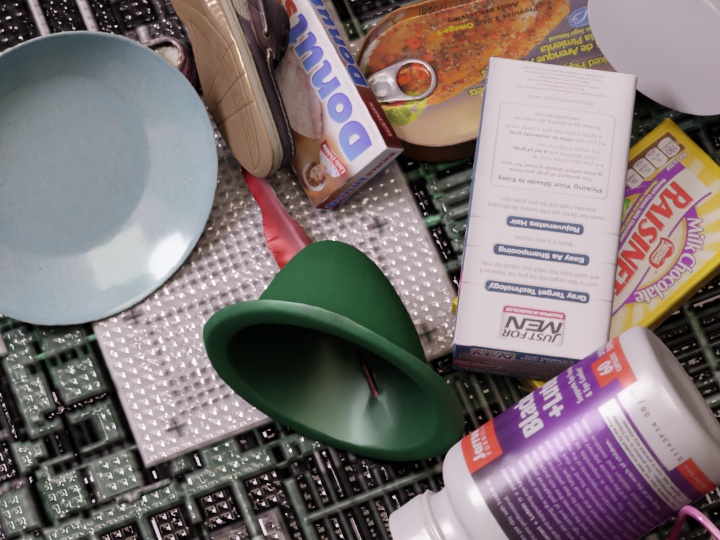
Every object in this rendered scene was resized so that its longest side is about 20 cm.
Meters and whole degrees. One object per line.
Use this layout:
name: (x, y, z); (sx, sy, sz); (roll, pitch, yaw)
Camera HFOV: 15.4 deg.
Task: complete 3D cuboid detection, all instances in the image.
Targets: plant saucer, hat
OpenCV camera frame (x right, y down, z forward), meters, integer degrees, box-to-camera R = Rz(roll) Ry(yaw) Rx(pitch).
plant saucer: (-0.194, -0.064, 1.743); (0.201, 0.201, 0.039); (-30, 27, -11)
hat: (0.000, 0.000, 1.702); (0.200, 0.166, 0.176); (25, 60, -2)

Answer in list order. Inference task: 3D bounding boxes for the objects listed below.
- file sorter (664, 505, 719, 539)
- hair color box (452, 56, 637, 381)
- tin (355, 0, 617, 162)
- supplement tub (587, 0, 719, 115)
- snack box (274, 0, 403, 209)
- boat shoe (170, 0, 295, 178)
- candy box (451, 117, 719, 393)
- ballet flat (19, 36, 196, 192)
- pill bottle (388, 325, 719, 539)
file sorter: (0.163, 0.258, 1.598); (0.200, 0.125, 0.139); (-38, 71, -13)
hair color box: (0.119, -0.032, 1.724); (0.100, 0.061, 0.200); (7, 71, 3)
tin: (0.095, -0.138, 1.815); (0.200, 0.042, 0.112); (-14, 63, -4)
supplement tub: (0.254, -0.213, 1.767); (0.145, 0.145, 0.200); (32, 60, 14)
snack box: (-0.043, -0.142, 1.808); (0.072, 0.024, 0.200); (-39, 66, 26)
boat shoe: (-0.078, -0.159, 1.777); (0.065, 0.072, 0.200); (-14, 73, -28)
candy box: (0.167, -0.004, 1.762); (0.200, 0.026, 0.102); (-40, 75, -13)
ballet flat: (-0.197, -0.097, 1.789); (0.200, 0.071, 0.069); (-36, 69, -12)
pill bottle: (0.121, 0.131, 1.640); (0.200, 0.111, 0.111); (-35, 69, 11)
